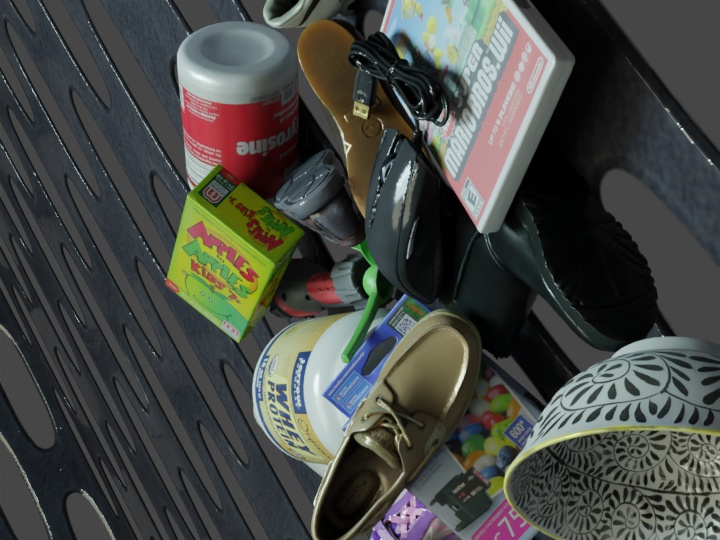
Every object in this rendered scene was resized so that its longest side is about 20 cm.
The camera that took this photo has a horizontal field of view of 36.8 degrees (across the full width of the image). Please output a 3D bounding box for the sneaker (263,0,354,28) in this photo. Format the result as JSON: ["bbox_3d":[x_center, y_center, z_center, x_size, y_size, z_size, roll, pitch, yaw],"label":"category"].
[{"bbox_3d":[-0.040,-0.270,0.823,0.074,0.088,0.200,39,143,32],"label":"sneaker"}]

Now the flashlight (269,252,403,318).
[{"bbox_3d":[-0.034,0.012,1.065,0.200,0.068,0.068,-10,106,64],"label":"flashlight"}]

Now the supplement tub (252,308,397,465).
[{"bbox_3d":[-0.003,0.110,0.999,0.200,0.144,0.145,-14,98,63],"label":"supplement tub"}]

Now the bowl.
[{"bbox_3d":[0.191,0.101,0.654,0.201,0.200,0.094,117,168,-57],"label":"bowl"}]

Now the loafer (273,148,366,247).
[{"bbox_3d":[-0.033,-0.060,0.957,0.063,0.072,0.200,49,-177,-13],"label":"loafer"}]

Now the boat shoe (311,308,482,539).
[{"bbox_3d":[0.027,0.122,0.803,0.071,0.065,0.200,29,101,10],"label":"boat shoe"}]

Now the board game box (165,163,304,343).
[{"bbox_3d":[-0.127,-0.010,1.048,0.102,0.048,0.200,39,152,4],"label":"board game box"}]

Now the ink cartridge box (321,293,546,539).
[{"bbox_3d":[0.073,0.124,0.847,0.200,0.119,0.042,42,-169,10],"label":"ink cartridge box"}]

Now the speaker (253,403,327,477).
[{"bbox_3d":[-0.040,0.180,1.192,0.200,0.081,0.081,25,132,53],"label":"speaker"}]

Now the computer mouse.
[{"bbox_3d":[0.015,-0.075,0.809,0.141,0.046,0.200,-124,25,-46],"label":"computer mouse"}]

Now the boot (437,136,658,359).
[{"bbox_3d":[0.118,0.008,0.776,0.198,0.073,0.163,61,151,27],"label":"boot"}]

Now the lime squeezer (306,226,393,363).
[{"bbox_3d":[0.000,0.000,0.926,0.200,0.070,0.038,-108,18,-51],"label":"lime squeezer"}]

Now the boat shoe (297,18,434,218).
[{"bbox_3d":[0.014,-0.113,0.889,0.070,0.070,0.200,-31,-80,-79],"label":"boat shoe"}]

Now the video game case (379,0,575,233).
[{"bbox_3d":[0.068,-0.145,0.736,0.143,0.017,0.200,109,146,-43],"label":"video game case"}]

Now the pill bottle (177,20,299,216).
[{"bbox_3d":[-0.115,-0.129,1.051,0.112,0.112,0.200,44,146,37],"label":"pill bottle"}]

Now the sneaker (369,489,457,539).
[{"bbox_3d":[0.056,0.243,1.060,0.081,0.088,0.200,55,150,25],"label":"sneaker"}]
